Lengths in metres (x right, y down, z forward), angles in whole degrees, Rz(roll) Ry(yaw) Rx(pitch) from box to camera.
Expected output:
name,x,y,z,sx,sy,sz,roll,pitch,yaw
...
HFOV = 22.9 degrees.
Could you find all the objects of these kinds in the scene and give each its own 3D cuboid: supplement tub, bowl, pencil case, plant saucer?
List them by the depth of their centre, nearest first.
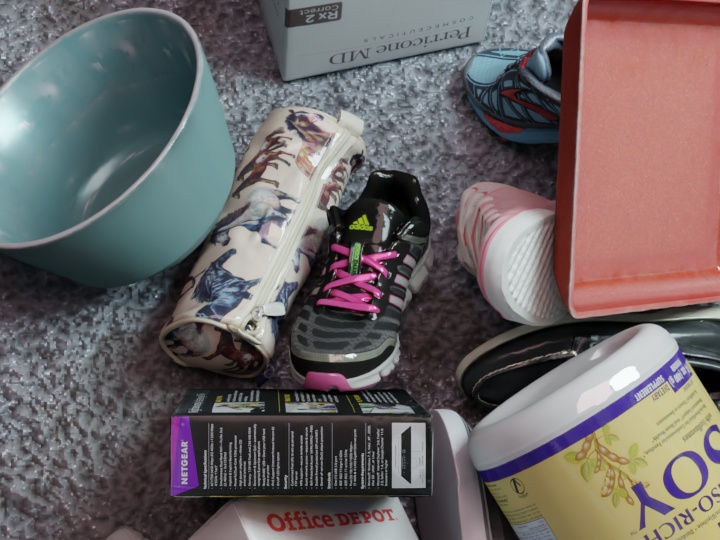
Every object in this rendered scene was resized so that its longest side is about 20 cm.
name,x,y,z,sx,sy,sz,roll,pitch,yaw
supplement tub,0.173,0.150,1.080,0.145,0.145,0.200,-32,90,-18
plant saucer,0.191,-0.077,1.146,0.199,0.037,0.200,-5,99,-42
bowl,-0.164,-0.067,1.197,0.201,0.105,0.201,-19,45,21
pencil case,-0.061,-0.022,1.213,0.089,0.078,0.200,-6,51,44

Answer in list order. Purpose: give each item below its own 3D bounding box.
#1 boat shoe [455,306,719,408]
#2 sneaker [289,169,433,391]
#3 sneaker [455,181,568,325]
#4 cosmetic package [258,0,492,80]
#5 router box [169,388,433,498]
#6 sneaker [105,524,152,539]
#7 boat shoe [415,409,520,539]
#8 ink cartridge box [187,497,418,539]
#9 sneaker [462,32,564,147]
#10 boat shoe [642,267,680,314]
name,x,y,z,sx,sy,sz,roll,pitch,yaw
boat shoe,0.165,0.073,1.183,0.199,0.075,0.066,-4,50,-16
sneaker,0.000,0.000,1.169,0.074,0.088,0.200,8,35,17
sneaker,0.095,-0.014,1.179,0.105,0.200,0.075,11,102,25
cosmetic package,0.003,-0.270,1.284,0.165,0.200,0.165,-12,63,-10
router box,-0.037,0.102,1.087,0.149,0.200,0.051,1,90,-2
sneaker,-0.118,0.246,1.080,0.087,0.075,0.200,-29,62,-2
boat shoe,0.081,0.183,1.131,0.057,0.069,0.200,0,62,-25
ink cartridge box,-0.010,0.234,1.046,0.146,0.084,0.200,4,50,-48
sneaker,0.143,-0.137,1.249,0.079,0.096,0.200,-47,42,-18
boat shoe,0.225,-0.056,1.256,0.062,0.073,0.200,4,57,3
